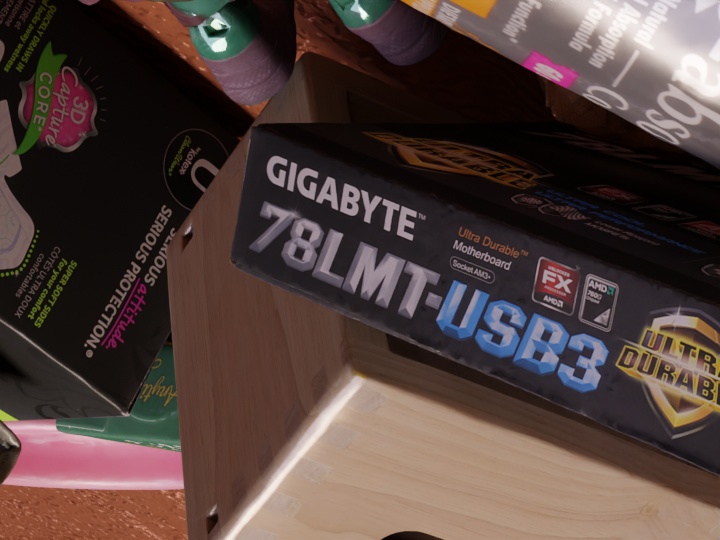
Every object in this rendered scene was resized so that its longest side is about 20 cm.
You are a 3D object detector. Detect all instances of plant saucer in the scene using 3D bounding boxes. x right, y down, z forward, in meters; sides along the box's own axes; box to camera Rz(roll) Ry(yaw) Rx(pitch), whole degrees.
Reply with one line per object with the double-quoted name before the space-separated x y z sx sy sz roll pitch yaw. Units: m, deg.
"plant saucer" -0.135 0.070 1.301 0.199 0.051 0.201 1 169 0

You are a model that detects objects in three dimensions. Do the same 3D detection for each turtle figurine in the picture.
"turtle figurine" -0.059 -0.124 0.811 0.149 0.101 0.200 8 157 39

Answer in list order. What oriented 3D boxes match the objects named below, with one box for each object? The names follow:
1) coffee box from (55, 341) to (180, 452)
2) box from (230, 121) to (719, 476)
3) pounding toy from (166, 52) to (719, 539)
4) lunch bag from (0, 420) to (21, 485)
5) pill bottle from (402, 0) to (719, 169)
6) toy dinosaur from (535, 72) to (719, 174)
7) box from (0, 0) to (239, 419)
"coffee box" -0.017 0.066 1.149 0.123 0.044 0.200 3 172 45
"box" 0.099 0.000 0.783 0.200 0.050 0.198 22 -160 40
"pounding toy" 0.038 0.066 0.905 0.199 0.185 0.142 21 126 -25
"lunch bag" -0.250 0.035 0.981 0.164 0.118 0.200 7 144 40
"pill bottle" 0.109 -0.082 0.679 0.199 0.117 0.116 27 158 0
"toy dinosaur" 0.130 -0.043 0.793 0.199 0.061 0.106 3 -154 -21
"box" -0.170 -0.045 1.048 0.200 0.125 0.148 40 155 -26
